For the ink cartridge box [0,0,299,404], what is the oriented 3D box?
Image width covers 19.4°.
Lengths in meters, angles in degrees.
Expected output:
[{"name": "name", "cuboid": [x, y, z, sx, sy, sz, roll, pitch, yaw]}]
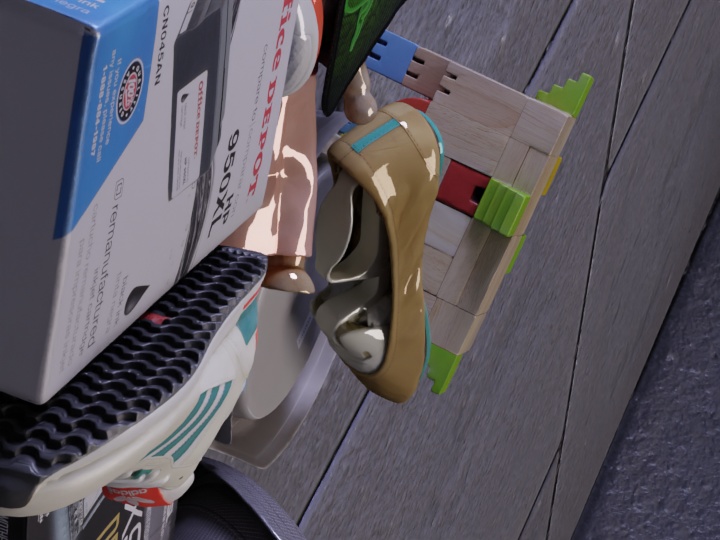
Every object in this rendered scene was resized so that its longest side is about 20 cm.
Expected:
[{"name": "ink cartridge box", "cuboid": [-0.098, -0.063, 0.785, 0.200, 0.084, 0.145, -48, 154, -60]}]

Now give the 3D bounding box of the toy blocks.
[{"name": "toy blocks", "cuboid": [0.031, -0.049, 1.227, 0.201, 0.136, 0.100, -66, 171, 6]}]

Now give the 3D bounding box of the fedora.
[{"name": "fedora", "cuboid": [-0.084, 0.189, 1.089, 0.090, 0.200, 0.178, -25, 98, -26]}]

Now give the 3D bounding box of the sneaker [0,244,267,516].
[{"name": "sneaker", "cuboid": [-0.088, 0.062, 0.809, 0.200, 0.070, 0.094, -51, 147, -61]}]

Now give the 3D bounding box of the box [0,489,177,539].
[{"name": "box", "cuboid": [-0.129, 0.082, 0.927, 0.158, 0.050, 0.201, -51, 155, -54]}]

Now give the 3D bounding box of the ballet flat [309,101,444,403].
[{"name": "ballet flat", "cuboid": [0.000, 0.000, 1.095, 0.063, 0.069, 0.201, -27, 139, -30]}]

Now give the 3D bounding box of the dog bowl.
[{"name": "dog bowl", "cuboid": [-0.051, 0.005, 1.115, 0.200, 0.058, 0.201, 19, 90, -76]}]

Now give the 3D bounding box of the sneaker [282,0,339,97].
[{"name": "sneaker", "cuboid": [-0.033, -0.175, 0.877, 0.082, 0.077, 0.201, -43, 146, -48]}]

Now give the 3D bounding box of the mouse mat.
[{"name": "mouse mat", "cuboid": [0.021, -0.176, 0.951, 0.200, 0.007, 0.162, -60, 164, -57]}]

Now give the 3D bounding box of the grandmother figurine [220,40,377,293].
[{"name": "grandmother figurine", "cuboid": [-0.046, -0.093, 0.968, 0.121, 0.060, 0.201, 3, 96, -46]}]
